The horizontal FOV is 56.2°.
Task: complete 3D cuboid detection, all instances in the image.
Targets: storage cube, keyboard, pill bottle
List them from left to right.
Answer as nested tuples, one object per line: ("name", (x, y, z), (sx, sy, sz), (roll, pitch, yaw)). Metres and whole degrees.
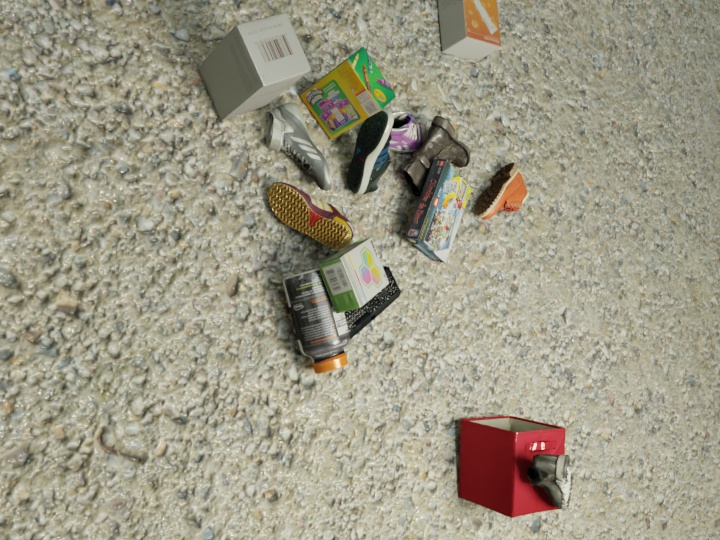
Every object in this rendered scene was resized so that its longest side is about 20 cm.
("pill bottle", (-0.082, 0.100, 1.345), (0.105, 0.106, 0.202), (-14, 90, -35))
("keyboard", (0.011, 0.061, 1.457), (0.200, 0.039, 0.105), (-40, 105, -34))
("storage cube", (0.341, 0.436, 1.527), (0.169, 0.199, 0.182), (5, 85, -34))

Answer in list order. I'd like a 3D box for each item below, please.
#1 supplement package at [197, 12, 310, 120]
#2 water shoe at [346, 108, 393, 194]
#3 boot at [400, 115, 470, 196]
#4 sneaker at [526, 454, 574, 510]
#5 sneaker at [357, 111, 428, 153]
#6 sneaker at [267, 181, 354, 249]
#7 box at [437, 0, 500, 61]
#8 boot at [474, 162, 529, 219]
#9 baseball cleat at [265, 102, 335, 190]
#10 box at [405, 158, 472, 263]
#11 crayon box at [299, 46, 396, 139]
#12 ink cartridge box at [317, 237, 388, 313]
("supplement package", (-0.206, -0.384, 1.286), (0.116, 0.199, 0.118), (-31, 99, -34))
("water shoe", (0.031, -0.259, 1.462), (0.078, 0.201, 0.072), (-10, 46, -45))
("boot", (0.173, -0.250, 1.606), (0.175, 0.069, 0.200), (-59, 140, -8))
("sneaker", (0.396, 0.436, 1.414), (0.067, 0.090, 0.201), (-65, 149, -34))
("sneaker", (0.105, -0.318, 1.543), (0.199, 0.114, 0.074), (-7, 84, -36))
("sneaker", (-0.103, -0.117, 1.398), (0.199, 0.075, 0.090), (36, 18, -5))
("box", (0.276, -0.660, 1.730), (0.123, 0.097, 0.203), (1, 82, -34))
("boot", (0.369, -0.178, 1.727), (0.200, 0.075, 0.108), (-48, 114, -32))
("baseball cleat", (-0.134, -0.246, 1.403), (0.106, 0.070, 0.202), (-26, 88, -28))
("box", (0.184, -0.137, 1.565), (0.136, 0.037, 0.202), (34, 73, -47))
("crayon box", (-0.030, -0.364, 1.404), (0.058, 0.199, 0.119), (-46, 108, -30))
("ink cartridge box", (0.000, 0.000, 1.362), (0.200, 0.059, 0.105), (-35, 106, -59))
